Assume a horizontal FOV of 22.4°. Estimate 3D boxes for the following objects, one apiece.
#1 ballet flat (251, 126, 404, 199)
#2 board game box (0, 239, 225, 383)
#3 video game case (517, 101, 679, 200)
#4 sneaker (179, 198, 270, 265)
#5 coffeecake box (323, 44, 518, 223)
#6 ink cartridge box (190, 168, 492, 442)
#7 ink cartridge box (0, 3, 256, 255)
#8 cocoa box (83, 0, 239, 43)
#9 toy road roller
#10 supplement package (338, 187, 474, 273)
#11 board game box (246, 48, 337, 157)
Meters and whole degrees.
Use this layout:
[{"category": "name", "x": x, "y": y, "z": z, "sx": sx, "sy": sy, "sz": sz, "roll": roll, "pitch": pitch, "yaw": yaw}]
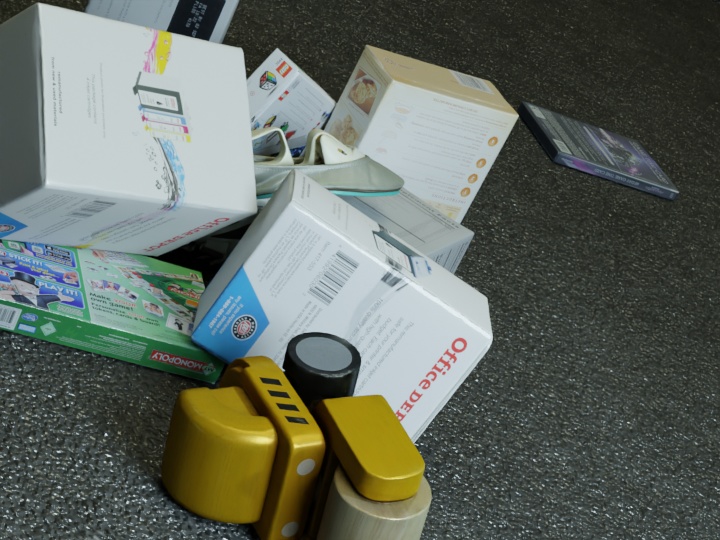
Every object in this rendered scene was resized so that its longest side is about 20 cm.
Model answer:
[{"category": "ballet flat", "x": -0.054, "y": -0.093, "z": 1.583, "sx": 0.199, "sy": 0.064, "sz": 0.067, "roll": -4, "pitch": 12, "yaw": -19}, {"category": "board game box", "x": -0.213, "y": 0.021, "z": 1.478, "sx": 0.199, "sy": 0.029, "sz": 0.135, "roll": 17, "pitch": 25, "yaw": -24}, {"category": "video game case", "x": 0.317, "y": -0.160, "z": 2.434, "sx": 0.199, "sy": 0.019, "sz": 0.143, "roll": 17, "pitch": 26, "yaw": -27}, {"category": "sneaker", "x": -0.130, "y": -0.034, "z": 1.631, "sx": 0.199, "sy": 0.089, "sz": 0.074, "roll": -12, "pitch": 14, "yaw": -22}, {"category": "coffeecake box", "x": 0.037, "y": -0.101, "z": 1.780, "sx": 0.153, "sy": 0.201, "sz": 0.073, "roll": 12, "pitch": 28, "yaw": -33}, {"category": "ink cartridge box", "x": -0.014, "y": 0.038, "z": 1.469, "sx": 0.199, "sy": 0.147, "sz": 0.086, "roll": 33, "pitch": 19, "yaw": -14}, {"category": "ink cartridge box", "x": -0.206, "y": -0.105, "z": 1.441, "sx": 0.199, "sy": 0.147, "sz": 0.146, "roll": 7, "pitch": 72, "yaw": -42}, {"category": "cocoa box", "x": -0.206, "y": -0.227, "z": 1.773, "sx": 0.133, "sy": 0.201, "sz": 0.131, "roll": 23, "pitch": 23, "yaw": -9}, {"category": "toy road roller", "x": -0.054, "y": 0.145, "z": 1.295, "sx": 0.145, "sy": 0.123, "sz": 0.200, "roll": -5, "pitch": 37, "yaw": -28}, {"category": "supplement package", "x": 0.000, "y": 0.000, "z": 1.647, "sx": 0.113, "sy": 0.110, "sz": 0.200, "roll": 34, "pitch": 24, "yaw": 18}, {"category": "board game box", "x": -0.086, "y": -0.132, "z": 1.717, "sx": 0.035, "sy": 0.126, "sz": 0.200, "roll": 45, "pitch": 3, "yaw": 13}]
